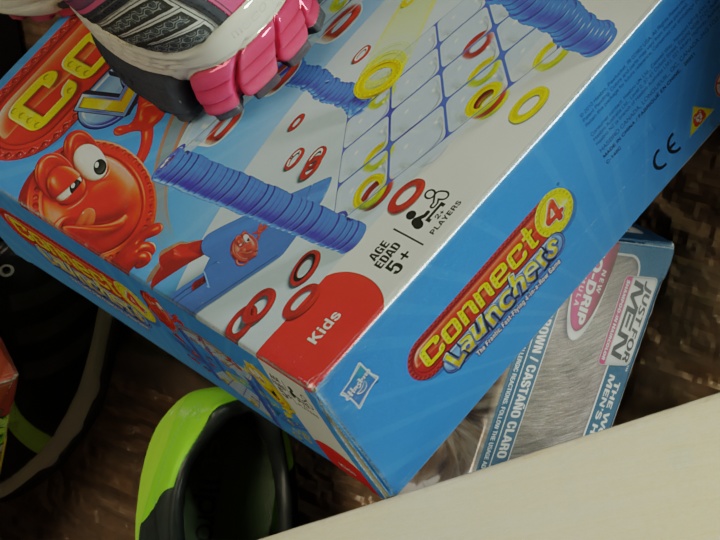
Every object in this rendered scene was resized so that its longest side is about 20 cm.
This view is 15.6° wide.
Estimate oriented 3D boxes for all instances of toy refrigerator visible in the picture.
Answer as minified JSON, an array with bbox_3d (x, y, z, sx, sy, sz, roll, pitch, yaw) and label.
[{"bbox_3d":[0.034,0.106,0.725,0.199,0.076,0.070,-18,49,8],"label":"toy refrigerator"}]

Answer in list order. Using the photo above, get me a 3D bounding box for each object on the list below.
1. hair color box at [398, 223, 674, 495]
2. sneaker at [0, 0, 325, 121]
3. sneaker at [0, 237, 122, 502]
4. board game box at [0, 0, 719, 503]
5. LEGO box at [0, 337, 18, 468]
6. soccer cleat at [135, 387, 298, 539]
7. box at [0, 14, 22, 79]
[{"bbox_3d":[0.000,0.000,0.861,0.200,0.060,0.100,29,107,43],"label":"hair color box"},{"bbox_3d":[-0.088,-0.119,0.810,0.081,0.075,0.200,-48,44,-12],"label":"sneaker"},{"bbox_3d":[-0.129,-0.004,0.979,0.072,0.083,0.201,44,116,40],"label":"sneaker"},{"bbox_3d":[0.001,-0.058,0.797,0.200,0.056,0.196,-48,45,-13],"label":"board game box"},{"bbox_3d":[-0.206,0.012,0.978,0.200,0.077,0.149,60,152,27],"label":"LEGO box"},{"bbox_3d":[-0.048,0.138,0.882,0.081,0.067,0.201,145,124,-74],"label":"soccer cleat"},{"bbox_3d":[-0.217,-0.137,1.113,0.160,0.044,0.201,-27,67,42],"label":"box"}]
